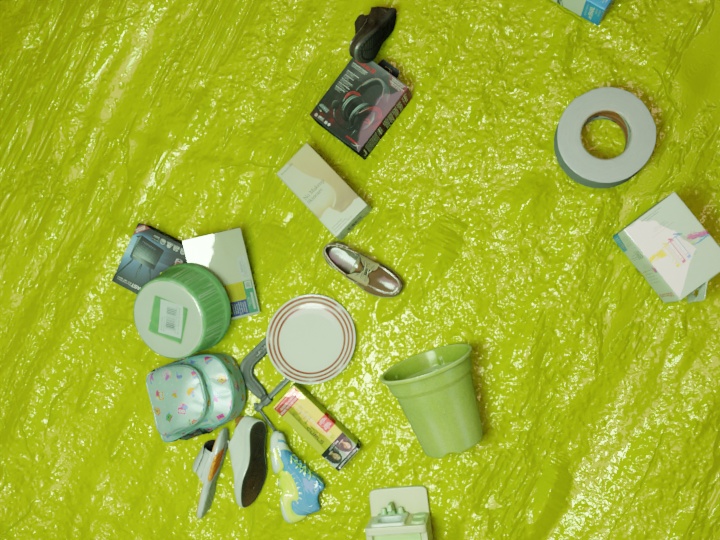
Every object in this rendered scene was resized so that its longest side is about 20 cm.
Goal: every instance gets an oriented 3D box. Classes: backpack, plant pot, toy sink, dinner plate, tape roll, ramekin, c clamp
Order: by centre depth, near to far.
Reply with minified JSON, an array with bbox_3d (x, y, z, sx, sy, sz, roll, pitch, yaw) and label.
[{"bbox_3d":[0.163,0.274,1.495,0.199,0.200,0.185,-19,95,8],"label":"plant pot"},{"bbox_3d":[0.083,0.565,1.513,0.129,0.112,0.202,-6,85,9],"label":"toy sink"},{"bbox_3d":[0.510,-0.277,1.523,0.199,0.066,0.202,-1,87,10],"label":"tape roll"},{"bbox_3d":[-0.390,0.092,1.565,0.198,0.098,0.202,4,104,18],"label":"ramekin"},{"bbox_3d":[-0.360,0.272,1.595,0.199,0.153,0.177,-18,78,4],"label":"backpack"},{"bbox_3d":[-0.109,0.152,1.605,0.198,0.024,0.202,0,73,2],"label":"dinner plate"},{"bbox_3d":[-0.184,0.233,1.631,0.171,0.027,0.200,42,95,15],"label":"c clamp"}]

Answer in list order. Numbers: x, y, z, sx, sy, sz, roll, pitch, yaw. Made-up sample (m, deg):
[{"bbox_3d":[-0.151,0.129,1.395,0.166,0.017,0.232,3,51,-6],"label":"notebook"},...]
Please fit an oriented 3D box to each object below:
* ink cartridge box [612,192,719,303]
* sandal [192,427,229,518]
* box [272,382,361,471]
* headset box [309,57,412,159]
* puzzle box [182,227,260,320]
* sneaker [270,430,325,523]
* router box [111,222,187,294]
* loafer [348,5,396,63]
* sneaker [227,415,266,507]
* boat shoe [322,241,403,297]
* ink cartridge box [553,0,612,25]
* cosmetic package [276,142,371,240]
[{"bbox_3d":[0.627,-0.033,1.453,0.125,0.129,0.201,-37,82,5],"label":"ink cartridge box"},{"bbox_3d":[-0.348,0.447,1.614,0.059,0.079,0.208,16,91,8],"label":"sandal"},{"bbox_3d":[-0.094,0.338,1.577,0.200,0.050,0.075,44,93,2],"label":"box"},{"bbox_3d":[0.008,-0.375,1.612,0.148,0.075,0.200,39,93,12],"label":"headset box"},{"bbox_3d":[-0.310,0.015,1.620,0.132,0.025,0.202,-13,99,-10],"label":"puzzle box"},{"bbox_3d":[-0.135,0.443,1.588,0.104,0.076,0.202,-11,91,-3],"label":"sneaker"},{"bbox_3d":[-0.451,-0.001,1.672,0.199,0.062,0.151,25,91,10],"label":"router box"},{"bbox_3d":[0.015,-0.517,1.586,0.071,0.073,0.200,20,45,13],"label":"loafer"},{"bbox_3d":[-0.257,0.421,1.617,0.084,0.073,0.202,10,94,41],"label":"sneaker"},{"bbox_3d":[0.000,0.000,1.588,0.199,0.072,0.076,26,91,11],"label":"boat shoe"},{"bbox_3d":[0.467,-0.646,1.547,0.199,0.084,0.147,34,92,10],"label":"ink cartridge box"},{"bbox_3d":[-0.080,-0.175,1.615,0.200,0.071,0.105,45,94,10],"label":"cosmetic package"}]
